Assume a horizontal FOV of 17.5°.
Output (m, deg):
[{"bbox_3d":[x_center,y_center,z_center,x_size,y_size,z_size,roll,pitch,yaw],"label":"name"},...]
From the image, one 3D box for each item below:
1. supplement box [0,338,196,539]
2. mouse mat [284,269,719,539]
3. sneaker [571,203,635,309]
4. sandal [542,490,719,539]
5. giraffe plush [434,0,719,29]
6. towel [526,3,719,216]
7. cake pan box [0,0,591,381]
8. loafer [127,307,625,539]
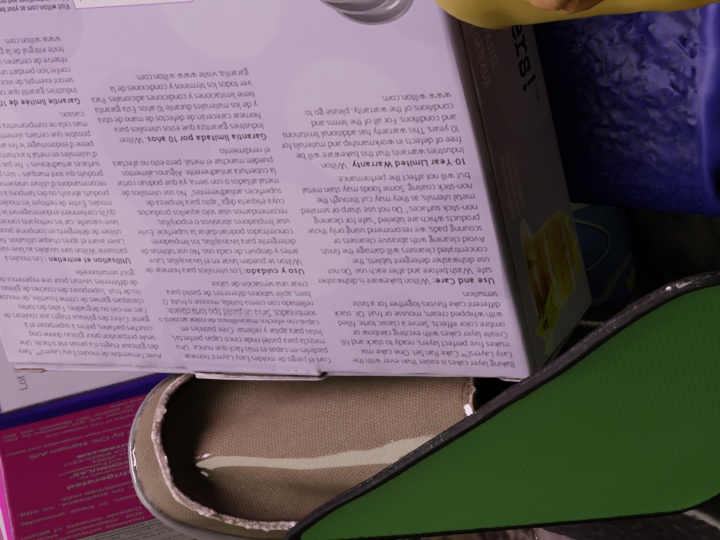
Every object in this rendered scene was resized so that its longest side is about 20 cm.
[{"bbox_3d":[-0.110,0.048,0.960,0.200,0.103,0.101,101,153,-62],"label":"supplement box"},{"bbox_3d":[0.090,0.038,0.625,0.200,0.161,0.008,-36,61,50],"label":"mouse mat"},{"bbox_3d":[0.000,0.000,0.789,0.200,0.076,0.077,-10,122,34],"label":"sneaker"},{"bbox_3d":[0.067,0.059,0.807,0.200,0.045,0.075,19,156,31],"label":"sandal"},{"bbox_3d":[0.128,-0.075,0.532,0.200,0.173,0.162,-30,103,18],"label":"giraffe plush"},{"bbox_3d":[0.019,-0.090,0.678,0.199,0.050,0.148,8,116,25],"label":"towel"},{"bbox_3d":[-0.046,-0.057,0.677,0.199,0.052,0.185,-1,116,30],"label":"cake pan box"},{"bbox_3d":[0.026,0.039,0.716,0.070,0.199,0.075,81,180,-73],"label":"loafer"}]
